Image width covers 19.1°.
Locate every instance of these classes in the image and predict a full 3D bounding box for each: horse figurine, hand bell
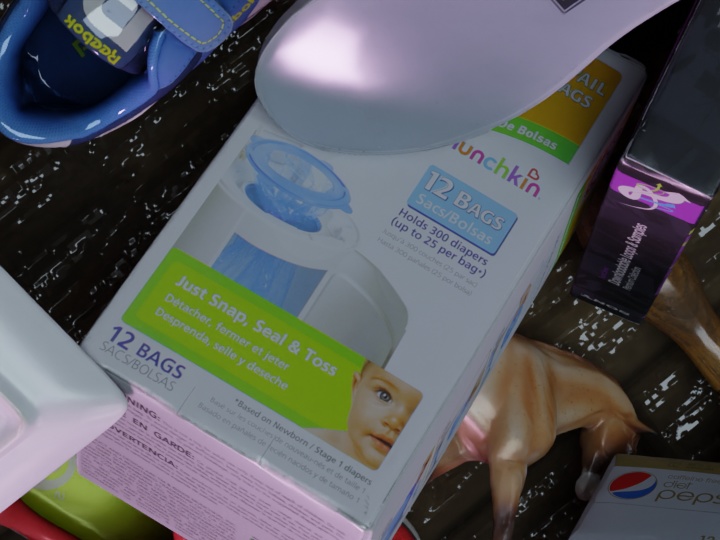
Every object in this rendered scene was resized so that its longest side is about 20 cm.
[{"bbox_3d":[0.017,0.039,0.818,0.200,0.050,0.133,42,63,-5],"label":"horse figurine"},{"bbox_3d":[0.150,0.039,0.856,0.104,0.104,0.200,-40,96,-3],"label":"hand bell"}]

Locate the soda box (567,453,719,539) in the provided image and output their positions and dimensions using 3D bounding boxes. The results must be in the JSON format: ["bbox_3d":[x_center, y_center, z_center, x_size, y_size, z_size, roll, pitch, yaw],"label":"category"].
[{"bbox_3d":[0.136,0.173,0.848,0.068,0.064,0.201,2,121,28],"label":"soda box"}]

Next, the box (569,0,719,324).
[{"bbox_3d":[0.124,-0.067,0.745,0.036,0.200,0.144,25,80,5],"label":"box"}]

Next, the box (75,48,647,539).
[{"bbox_3d":[0.000,0.000,0.735,0.112,0.102,0.200,30,63,8],"label":"box"}]

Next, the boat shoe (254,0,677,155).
[{"bbox_3d":[0.055,-0.104,0.663,0.199,0.066,0.070,-30,117,27],"label":"boat shoe"}]

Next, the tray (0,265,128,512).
[{"bbox_3d":[-0.177,0.063,0.676,0.200,0.022,0.107,-38,104,24],"label":"tray"}]

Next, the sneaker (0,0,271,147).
[{"bbox_3d":[-0.058,-0.109,0.721,0.074,0.082,0.200,43,123,-5],"label":"sneaker"}]

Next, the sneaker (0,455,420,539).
[{"bbox_3d":[-0.064,0.102,0.806,0.199,0.085,0.077,20,97,-17],"label":"sneaker"}]
